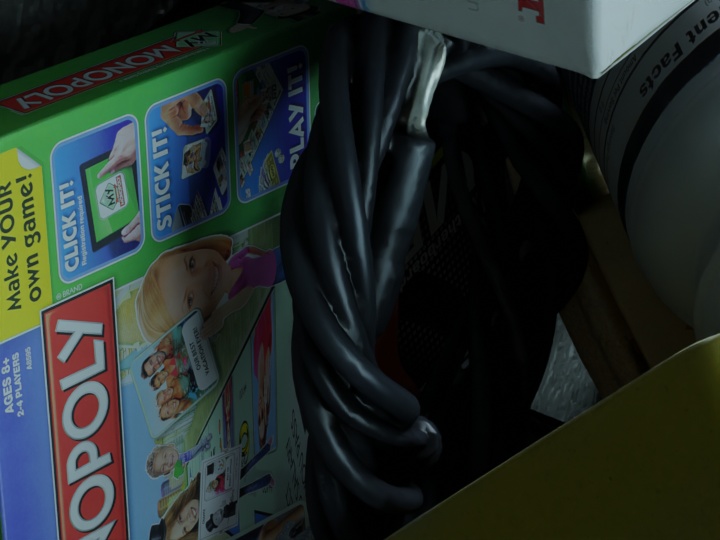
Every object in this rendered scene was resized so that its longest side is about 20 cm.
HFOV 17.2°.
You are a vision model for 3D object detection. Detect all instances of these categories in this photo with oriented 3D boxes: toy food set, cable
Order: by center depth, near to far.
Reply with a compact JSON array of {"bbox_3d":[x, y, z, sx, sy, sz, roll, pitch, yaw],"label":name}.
[{"bbox_3d":[0.024,0.008,0.660,0.163,0.051,0.200,-67,159,-44],"label":"cable"},{"bbox_3d":[0.106,-0.008,0.829,0.200,0.049,0.198,31,38,-59],"label":"toy food set"}]

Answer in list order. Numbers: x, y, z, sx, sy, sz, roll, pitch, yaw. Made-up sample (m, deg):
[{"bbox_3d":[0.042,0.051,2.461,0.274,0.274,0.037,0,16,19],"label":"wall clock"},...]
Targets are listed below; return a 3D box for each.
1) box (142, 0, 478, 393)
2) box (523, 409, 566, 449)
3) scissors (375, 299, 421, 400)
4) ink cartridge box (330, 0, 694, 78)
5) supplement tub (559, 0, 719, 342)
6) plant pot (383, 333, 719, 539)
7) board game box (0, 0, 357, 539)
[{"bbox_3d":[-0.032,0.007,0.726,0.200,0.047,0.193,-45,139,-32],"label":"box"},{"bbox_3d":[0.047,0.154,0.859,0.200,0.079,0.141,-62,158,1],"label":"box"},{"bbox_3d":[0.000,0.000,0.712,0.073,0.014,0.200,-29,133,-42],"label":"scissors"},{"bbox_3d":[0.029,-0.145,0.587,0.125,0.200,0.129,-39,136,-39],"label":"ink cartridge box"},{"bbox_3d":[0.132,-0.066,0.703,0.140,0.200,0.140,-11,142,-9],"label":"supplement tub"},{"bbox_3d":[0.111,0.143,0.635,0.200,0.177,0.200,6,147,-47],"label":"plant pot"},{"bbox_3d":[-0.054,0.036,0.637,0.134,0.029,0.200,-28,127,-43],"label":"board game box"}]
